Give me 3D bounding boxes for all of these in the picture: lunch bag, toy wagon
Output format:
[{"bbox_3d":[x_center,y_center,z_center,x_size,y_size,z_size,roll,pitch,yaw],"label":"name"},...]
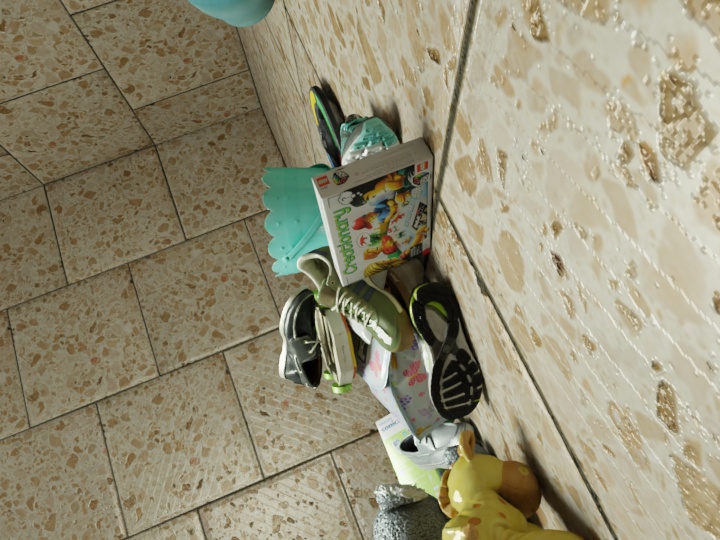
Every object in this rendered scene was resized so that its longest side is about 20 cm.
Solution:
[{"bbox_3d":[0.055,0.149,0.964,0.170,0.127,0.200,35,153,59],"label":"lunch bag"},{"bbox_3d":[-0.053,0.109,0.982,0.200,0.040,0.155,-151,50,-73],"label":"toy wagon"}]

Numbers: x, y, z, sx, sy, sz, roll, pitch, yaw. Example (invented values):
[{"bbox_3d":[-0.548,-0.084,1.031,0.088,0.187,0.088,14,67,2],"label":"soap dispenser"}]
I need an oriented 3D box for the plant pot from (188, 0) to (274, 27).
[{"bbox_3d":[-0.251,-0.567,1.107,0.188,0.200,0.200,16,-129,-78],"label":"plant pot"}]

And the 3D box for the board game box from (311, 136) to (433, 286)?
[{"bbox_3d":[0.021,-0.060,0.689,0.200,0.126,0.035,79,169,-61],"label":"board game box"}]

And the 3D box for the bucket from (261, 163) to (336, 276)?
[{"bbox_3d":[-0.097,-0.094,1.058,0.207,0.135,0.207,174,90,-87],"label":"bucket"}]

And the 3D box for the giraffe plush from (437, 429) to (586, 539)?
[{"bbox_3d":[0.152,0.283,0.664,0.162,0.200,0.173,-77,6,-57],"label":"giraffe plush"}]

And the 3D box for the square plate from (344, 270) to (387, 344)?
[{"bbox_3d":[0.000,0.000,0.923,0.200,0.028,0.198,-161,82,-74],"label":"square plate"}]

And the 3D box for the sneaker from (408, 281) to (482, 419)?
[{"bbox_3d":[0.112,0.105,0.788,0.081,0.074,0.200,-108,6,-79],"label":"sneaker"}]

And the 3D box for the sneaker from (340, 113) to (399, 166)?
[{"bbox_3d":[0.000,-0.169,0.770,0.200,0.078,0.091,122,130,-81],"label":"sneaker"}]

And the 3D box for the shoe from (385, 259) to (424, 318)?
[{"bbox_3d":[0.078,0.036,0.928,0.070,0.053,0.200,45,170,19],"label":"shoe"}]

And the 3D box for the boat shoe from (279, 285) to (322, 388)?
[{"bbox_3d":[-0.085,0.108,0.926,0.068,0.072,0.200,27,132,24],"label":"boat shoe"}]

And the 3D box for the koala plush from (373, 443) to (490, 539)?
[{"bbox_3d":[0.109,0.355,0.817,0.184,0.200,0.178,-151,66,-71],"label":"koala plush"}]

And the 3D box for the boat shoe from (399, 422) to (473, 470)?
[{"bbox_3d":[0.121,0.296,1.001,0.071,0.070,0.201,30,147,-5],"label":"boat shoe"}]

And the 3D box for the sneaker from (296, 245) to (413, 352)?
[{"bbox_3d":[-0.018,0.039,0.794,0.200,0.090,0.067,53,135,34],"label":"sneaker"}]

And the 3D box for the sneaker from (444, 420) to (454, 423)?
[{"bbox_3d":[0.107,0.239,1.094,0.200,0.084,0.077,34,155,59],"label":"sneaker"}]

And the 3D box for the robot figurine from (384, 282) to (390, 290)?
[{"bbox_3d":[0.063,0.077,1.122,0.200,0.058,0.145,76,171,-48],"label":"robot figurine"}]

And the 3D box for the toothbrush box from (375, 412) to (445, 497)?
[{"bbox_3d":[0.133,0.380,1.175,0.146,0.086,0.200,25,-144,-55],"label":"toothbrush box"}]

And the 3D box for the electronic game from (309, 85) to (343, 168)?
[{"bbox_3d":[-0.054,-0.248,1.100,0.200,0.042,0.200,159,90,-84],"label":"electronic game"}]
